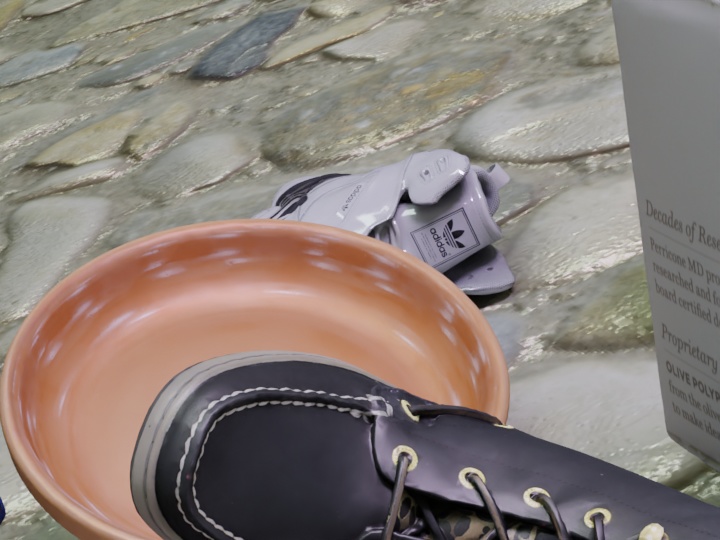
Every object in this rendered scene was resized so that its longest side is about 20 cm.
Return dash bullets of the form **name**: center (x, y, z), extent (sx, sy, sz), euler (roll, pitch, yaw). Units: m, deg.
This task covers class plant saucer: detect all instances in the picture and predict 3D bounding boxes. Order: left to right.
- **plant saucer**: center (-0.042, 0.054, 0.888), extent (0.199, 0.038, 0.200), euler (1, 40, -1)

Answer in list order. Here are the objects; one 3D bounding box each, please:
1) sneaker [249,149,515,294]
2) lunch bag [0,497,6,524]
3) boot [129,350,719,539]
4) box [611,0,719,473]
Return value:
- **sneaker**: center (0.000, 0.000, 1.022), extent (0.115, 0.075, 0.200), euler (-15, 19, 23)
- **lunch bag**: center (-0.247, 0.093, 0.882), extent (0.200, 0.170, 0.124), euler (-25, 54, -13)
- **boot**: center (0.047, 0.081, 0.679), extent (0.154, 0.203, 0.074), euler (12, 83, 48)
- **box**: center (0.214, -0.021, 0.697), extent (0.198, 0.172, 0.200), euler (-15, 18, -17)
